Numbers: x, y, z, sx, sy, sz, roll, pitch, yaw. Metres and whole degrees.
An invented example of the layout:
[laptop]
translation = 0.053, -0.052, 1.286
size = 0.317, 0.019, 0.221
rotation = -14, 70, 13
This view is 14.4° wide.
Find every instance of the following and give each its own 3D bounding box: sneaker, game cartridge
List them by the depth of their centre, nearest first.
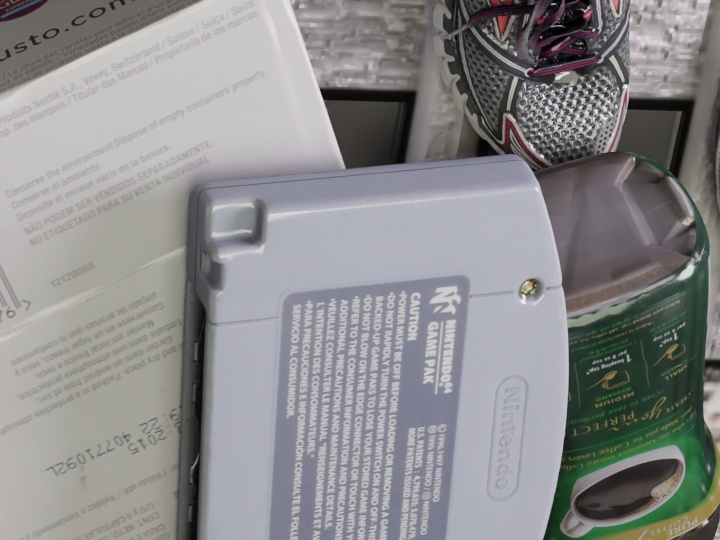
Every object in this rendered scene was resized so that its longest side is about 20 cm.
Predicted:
[game cartridge]
translation = 0.004, 0.055, 0.980
size = 0.132, 0.042, 0.201
rotation = -8, 121, -21
[sneaker]
translation = 0.069, -0.119, 1.111
size = 0.080, 0.075, 0.201
rotation = -17, 123, -9

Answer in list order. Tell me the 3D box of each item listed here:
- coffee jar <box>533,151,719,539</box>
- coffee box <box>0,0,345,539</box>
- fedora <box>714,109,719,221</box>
[coffee jar]
translation = 0.095, 0.050, 1.181
size = 0.104, 0.086, 0.201
rotation = -18, 138, -7
[coffee box]
translation = -0.115, -0.026, 1.031
size = 0.199, 0.198, 0.201
rotation = -24, 124, -4
[fedora]
translation = 0.248, -0.055, 1.192
size = 0.199, 0.090, 0.177
rotation = -27, 123, -2
